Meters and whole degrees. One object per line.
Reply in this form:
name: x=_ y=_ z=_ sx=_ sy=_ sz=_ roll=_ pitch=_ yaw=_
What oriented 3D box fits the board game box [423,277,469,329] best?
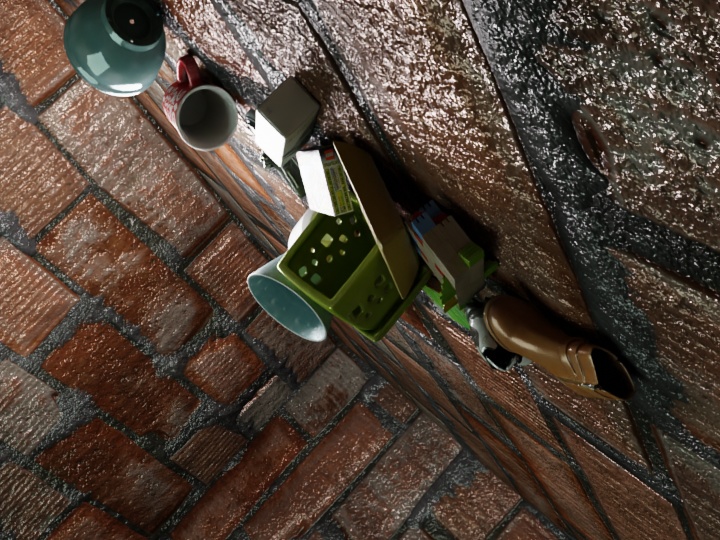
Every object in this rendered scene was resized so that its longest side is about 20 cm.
board game box: x=0.187 y=0.074 z=1.435 sx=0.096 sy=0.030 sz=0.200 roll=51 pitch=172 yaw=-34

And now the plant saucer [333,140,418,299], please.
plant saucer: x=0.033 y=-0.083 z=1.216 sx=0.201 sy=0.048 sz=0.202 roll=63 pitch=-178 yaw=-63

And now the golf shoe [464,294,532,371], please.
golf shoe: x=0.217 y=0.120 z=1.202 sx=0.199 sy=0.077 sz=0.096 roll=37 pitch=-141 yaw=-45

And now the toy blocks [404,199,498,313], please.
toy blocks: x=0.117 y=-0.034 z=1.125 sx=0.138 sy=0.099 sz=0.200 roll=54 pitch=178 yaw=19

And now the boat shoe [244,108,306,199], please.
boat shoe: x=-0.163 y=-0.226 z=1.536 sx=0.200 sy=0.071 sz=0.072 roll=46 pitch=171 yaw=0

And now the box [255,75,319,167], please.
box: x=-0.122 y=-0.238 z=1.283 sx=0.068 sy=0.082 sz=0.200 roll=45 pitch=172 yaw=-2

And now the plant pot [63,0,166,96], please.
plant pot: x=-0.466 y=-0.465 z=1.549 sx=0.201 sy=0.201 sz=0.133 roll=47 pitch=143 yaw=-16

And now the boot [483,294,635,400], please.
boot: x=0.267 y=0.107 z=1.064 sx=0.200 sy=0.077 sz=0.155 roll=45 pitch=172 yaw=-10

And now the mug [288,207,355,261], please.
mug: x=-0.057 y=-0.060 z=1.634 sx=0.185 sy=0.151 sz=0.153 roll=31 pitch=162 yaw=0

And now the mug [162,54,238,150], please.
mug: x=-0.350 y=-0.367 z=1.704 sx=0.131 sy=0.181 sz=0.200 roll=8 pitch=-165 yaw=-28

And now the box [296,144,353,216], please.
box: x=-0.064 y=-0.155 z=1.343 sx=0.200 sy=0.034 sz=0.112 roll=-155 pitch=49 yaw=-73

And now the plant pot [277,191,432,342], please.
plant pot: x=0.000 y=0.000 z=1.440 sx=0.199 sy=0.200 sz=0.181 roll=34 pitch=172 yaw=47

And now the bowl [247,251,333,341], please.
bowl: x=-0.121 y=0.039 z=1.602 sx=0.199 sy=0.106 sz=0.202 roll=31 pitch=155 yaw=16
